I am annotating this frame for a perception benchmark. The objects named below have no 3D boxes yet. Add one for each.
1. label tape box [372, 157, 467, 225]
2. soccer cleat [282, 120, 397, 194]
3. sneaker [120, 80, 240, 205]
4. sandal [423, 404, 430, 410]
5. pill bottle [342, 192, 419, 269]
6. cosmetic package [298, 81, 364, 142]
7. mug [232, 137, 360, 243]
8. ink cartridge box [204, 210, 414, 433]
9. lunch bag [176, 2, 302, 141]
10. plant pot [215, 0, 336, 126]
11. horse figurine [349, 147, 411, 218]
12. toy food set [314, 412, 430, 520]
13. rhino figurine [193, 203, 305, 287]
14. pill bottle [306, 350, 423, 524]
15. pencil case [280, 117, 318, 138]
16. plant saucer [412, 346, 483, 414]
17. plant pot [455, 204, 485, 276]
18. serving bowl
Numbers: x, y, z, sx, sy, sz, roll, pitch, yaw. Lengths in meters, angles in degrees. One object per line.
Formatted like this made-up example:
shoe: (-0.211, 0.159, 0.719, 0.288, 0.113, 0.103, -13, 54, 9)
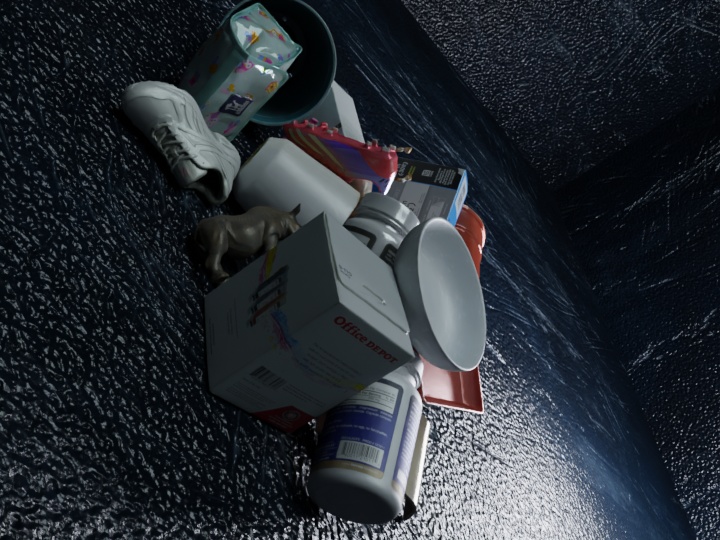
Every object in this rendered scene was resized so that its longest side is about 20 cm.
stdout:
label tape box: (0.074, -0.122, 1.492, 0.066, 0.197, 0.145, 78, 30, -56)
soccer cleat: (-0.036, -0.174, 1.288, 0.197, 0.078, 0.067, 19, 18, 19)
sneaker: (-0.230, -0.162, 1.107, 0.200, 0.077, 0.100, 40, 31, -37)
sandal: (0.125, 0.185, 1.451, 0.076, 0.048, 0.200, 62, 21, 10)
pill bottle: (0.000, 0.000, 1.202, 0.114, 0.113, 0.202, 41, 70, -35)
cosmetic package: (-0.059, -0.237, 1.533, 0.081, 0.112, 0.202, 34, 30, -46)
mug: (-0.109, -0.110, 1.250, 0.153, 0.150, 0.186, 42, -5, -14)
ink cartridge box: (-0.062, 0.064, 0.995, 0.145, 0.199, 0.146, 38, 29, -40)
lunch bag: (-0.187, -0.275, 1.220, 0.122, 0.170, 0.201, 43, 25, -14)
plant pot: (-0.146, -0.358, 1.418, 0.201, 0.199, 0.188, 50, 7, -19)
horse figurine: (0.016, -0.121, 1.327, 0.050, 0.130, 0.203, 97, -6, -70)
toy food set: (0.020, 0.226, 1.173, 0.200, 0.060, 0.144, 47, 35, -23)
rhino figurine: (-0.130, -0.041, 1.105, 0.198, 0.060, 0.088, -17, 76, -40)
pill bottle: (0.013, 0.191, 1.032, 0.116, 0.115, 0.202, 44, 45, -30)
pencil case: (-0.061, -0.148, 1.399, 0.201, 0.093, 0.091, 57, 11, 15)
plant saucer: (0.110, 0.099, 1.210, 0.199, 0.036, 0.203, 23, 58, -57)
plant pot: (0.133, 0.011, 1.536, 0.201, 0.199, 0.197, 42, 35, -35)
serving bowl: (0.095, 0.036, 1.107, 0.199, 0.065, 0.203, 33, 50, -51)
